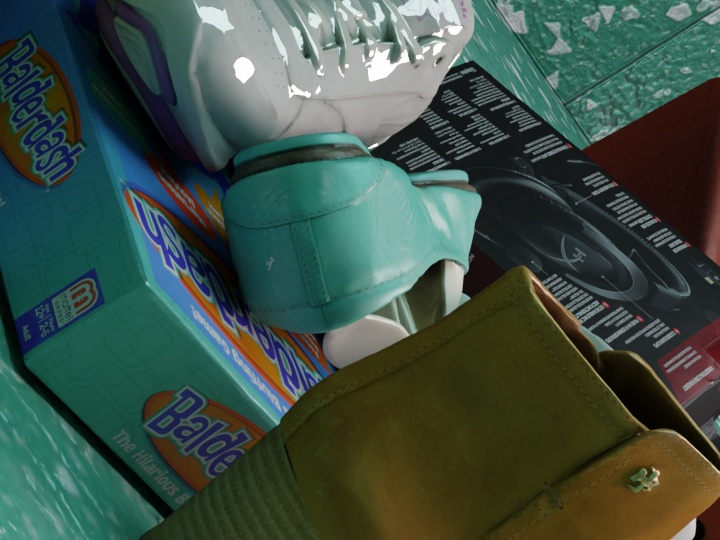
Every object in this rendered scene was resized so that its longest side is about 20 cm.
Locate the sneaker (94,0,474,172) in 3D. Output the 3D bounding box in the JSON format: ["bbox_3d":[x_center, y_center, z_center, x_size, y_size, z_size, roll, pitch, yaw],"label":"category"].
[{"bbox_3d":[-0.021,-0.078,0.892,0.075,0.100,0.200,60,10,9],"label":"sneaker"}]

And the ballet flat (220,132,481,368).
[{"bbox_3d":[0.000,0.000,0.891,0.200,0.067,0.071,8,73,-78],"label":"ballet flat"}]

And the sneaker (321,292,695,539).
[{"bbox_3d":[0.030,0.056,0.940,0.200,0.082,0.077,26,-39,52],"label":"sneaker"}]

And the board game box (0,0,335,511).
[{"bbox_3d":[-0.063,-0.004,0.873,0.152,0.045,0.200,50,12,-42],"label":"board game box"}]

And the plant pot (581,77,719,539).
[{"bbox_3d":[0.147,0.056,1.410,0.200,0.200,0.176,56,20,-15],"label":"plant pot"}]

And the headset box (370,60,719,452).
[{"bbox_3d":[0.071,0.014,1.134,0.200,0.077,0.149,42,27,11],"label":"headset box"}]

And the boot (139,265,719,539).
[{"bbox_3d":[0.046,0.099,0.796,0.201,0.144,0.071,52,11,-34],"label":"boot"}]
